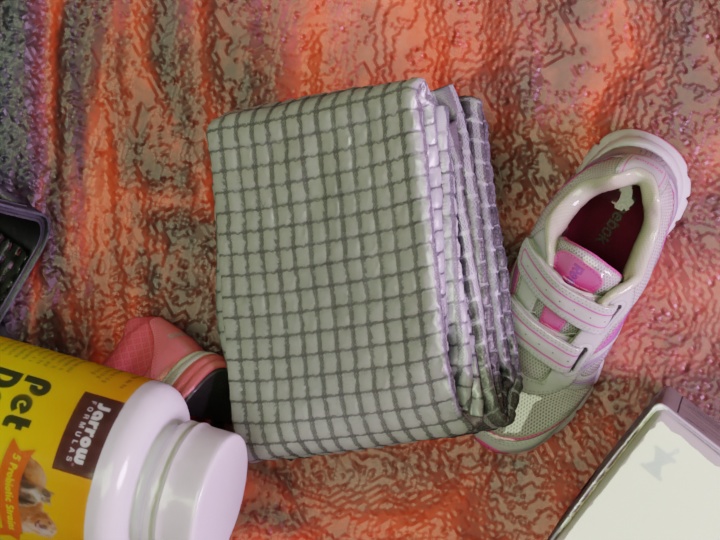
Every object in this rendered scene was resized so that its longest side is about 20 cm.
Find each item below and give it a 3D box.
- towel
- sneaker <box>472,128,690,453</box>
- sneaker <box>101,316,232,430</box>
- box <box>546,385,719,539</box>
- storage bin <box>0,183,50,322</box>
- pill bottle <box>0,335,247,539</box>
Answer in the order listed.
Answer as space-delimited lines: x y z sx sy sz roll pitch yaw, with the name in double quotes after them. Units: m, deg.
0.000 0.000 1.369 0.165 0.085 0.201 -10 85 38 "towel"
0.113 0.011 1.371 0.081 0.088 0.201 27 95 8 "sneaker"
-0.151 0.114 1.436 0.087 0.074 0.200 43 101 30 "sneaker"
0.177 0.144 1.307 0.128 0.200 0.109 39 96 7 "box"
-0.284 0.024 1.402 0.094 0.135 0.200 34 96 19 "storage bin"
-0.167 0.100 1.334 0.199 0.109 0.110 14 93 15 "pill bottle"
